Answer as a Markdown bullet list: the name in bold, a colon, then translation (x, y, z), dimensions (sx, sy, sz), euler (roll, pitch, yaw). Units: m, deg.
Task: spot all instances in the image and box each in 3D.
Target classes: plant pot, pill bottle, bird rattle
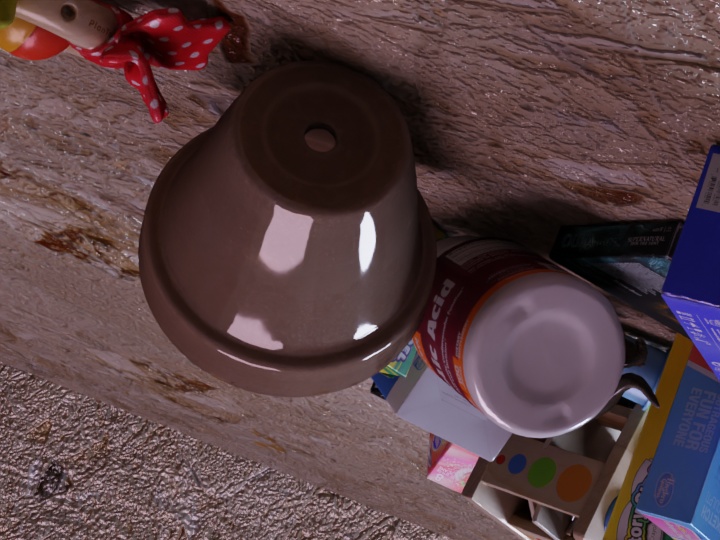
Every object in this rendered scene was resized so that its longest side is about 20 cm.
- **plant pot**: translation (-0.037, -0.040, 1.359), dimensions (0.200, 0.200, 0.175), euler (22, 151, 0)
- **pill bottle**: translation (0.100, 0.039, 1.498), dimensions (0.114, 0.114, 0.200), euler (26, -177, -18)
- **bird rattle**: translation (-0.191, -0.167, 1.328), dimensions (0.200, 0.113, 0.163), euler (14, -175, -27)

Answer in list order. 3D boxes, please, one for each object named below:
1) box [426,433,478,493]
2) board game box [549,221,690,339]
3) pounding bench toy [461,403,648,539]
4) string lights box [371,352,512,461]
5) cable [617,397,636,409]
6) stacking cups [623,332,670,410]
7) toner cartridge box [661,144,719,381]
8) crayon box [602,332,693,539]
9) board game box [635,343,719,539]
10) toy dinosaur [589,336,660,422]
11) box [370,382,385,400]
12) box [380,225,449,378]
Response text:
- **box**: translation (0.172, 0.171, 1.973), dimensions (0.200, 0.095, 0.103), euler (24, 126, -13)
- **board game box**: translation (0.245, 0.023, 1.452), dimensions (0.200, 0.028, 0.135), euler (29, 166, -27)
- **pounding bench toy**: translation (0.220, 0.195, 1.799), dimensions (0.156, 0.124, 0.200), euler (16, 163, 45)
- **string lights box**: translation (0.052, 0.069, 1.742), dimensions (0.103, 0.059, 0.200), euler (28, -168, -27)
- **cable**: translation (0.242, 0.133, 1.886), dimensions (0.163, 0.051, 0.200), euler (13, 166, 37)
- **stacking cups**: translation (0.217, 0.083, 1.689), dimensions (0.200, 0.061, 0.061), euler (21, 168, 5)
- **toner cartridge box**: translation (0.233, 0.009, 1.258), dimensions (0.043, 0.095, 0.200), euler (16, 167, 26)
- **crayon box**: translation (0.288, 0.168, 1.596), dimensions (0.172, 0.200, 0.058), euler (18, 168, 17)
- **board game box**: translation (0.260, 0.124, 1.432), dimensions (0.040, 0.153, 0.200), euler (13, 166, 32)
- **toy dinosaur**: translation (0.161, 0.080, 1.607), dimensions (0.200, 0.102, 0.077), euler (40, 172, 45)
- **box**: translation (0.125, 0.137, 2.126), dimensions (0.160, 0.044, 0.200), euler (28, 166, -25)
- **box**: translation (0.000, 0.000, 1.575), dimensions (0.048, 0.117, 0.200), euler (13, 166, 38)
